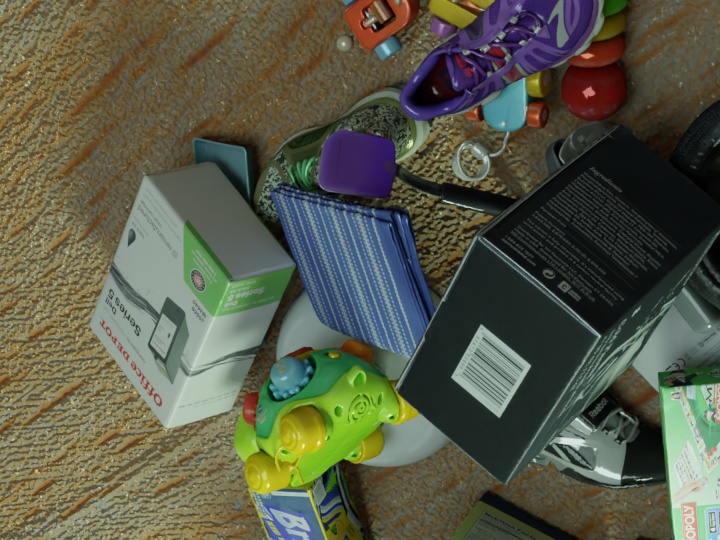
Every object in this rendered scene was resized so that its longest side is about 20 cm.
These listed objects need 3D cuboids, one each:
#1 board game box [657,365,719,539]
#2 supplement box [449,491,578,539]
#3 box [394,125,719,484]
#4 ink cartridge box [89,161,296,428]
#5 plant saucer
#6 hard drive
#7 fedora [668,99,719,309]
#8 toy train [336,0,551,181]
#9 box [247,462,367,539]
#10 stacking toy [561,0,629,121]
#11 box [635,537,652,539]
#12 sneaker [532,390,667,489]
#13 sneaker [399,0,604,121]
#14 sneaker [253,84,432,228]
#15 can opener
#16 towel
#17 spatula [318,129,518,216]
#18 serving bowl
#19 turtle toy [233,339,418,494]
[{"bbox_3d":[0.326,0.172,1.512,0.134,0.029,0.201,-6,116,7],"label":"board game box"},{"bbox_3d":[0.108,0.350,1.630,0.134,0.200,0.201,27,120,14],"label":"supplement box"},{"bbox_3d":[0.155,0.026,1.388,0.124,0.196,0.200,39,138,14],"label":"box"},{"bbox_3d":[-0.159,0.024,1.658,0.146,0.084,0.200,49,133,27],"label":"ink cartridge box"},{"bbox_3d":[-0.119,-0.027,1.686,0.070,0.019,0.201,14,117,38],"label":"plant saucer"},{"bbox_3d":[0.267,0.029,1.521,0.200,0.027,0.132,46,123,2],"label":"hard drive"},{"bbox_3d":[0.335,-0.060,1.411,0.200,0.092,0.201,12,119,22],"label":"fedora"},{"bbox_3d":[0.079,-0.183,1.512,0.150,0.056,0.200,-37,89,34],"label":"toy train"},{"bbox_3d":[-0.039,0.262,1.719,0.070,0.064,0.201,-1,125,26],"label":"box"},{"bbox_3d":[0.186,-0.216,1.436,0.085,0.085,0.201,6,120,24],"label":"stacking toy"},{"bbox_3d":[0.241,0.326,1.556,0.075,0.200,0.101,12,115,24],"label":"box"},{"bbox_3d":[0.193,0.131,1.572,0.199,0.074,0.089,12,118,21],"label":"sneaker"},{"bbox_3d":[0.110,-0.172,1.409,0.200,0.083,0.081,-38,90,38],"label":"sneaker"},{"bbox_3d":[-0.033,-0.093,1.581,0.200,0.089,0.077,-34,94,33],"label":"sneaker"},{"bbox_3d":[0.230,-0.034,1.478,0.200,0.053,0.067,52,155,-2],"label":"can opener"},{"bbox_3d":[0.000,0.000,1.518,0.200,0.024,0.145,17,131,56],"label":"towel"},{"bbox_3d":[0.058,-0.073,1.520,0.021,0.199,0.057,-25,55,58],"label":"spatula"},{"bbox_3d":[0.005,0.098,1.657,0.199,0.066,0.201,10,115,22],"label":"serving bowl"},{"bbox_3d":[-0.048,0.129,1.586,0.200,0.145,0.101,-49,63,47],"label":"turtle toy"}]
